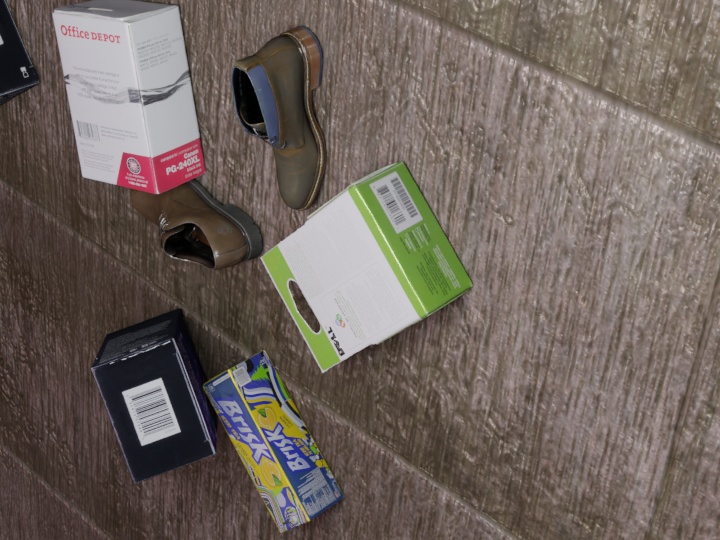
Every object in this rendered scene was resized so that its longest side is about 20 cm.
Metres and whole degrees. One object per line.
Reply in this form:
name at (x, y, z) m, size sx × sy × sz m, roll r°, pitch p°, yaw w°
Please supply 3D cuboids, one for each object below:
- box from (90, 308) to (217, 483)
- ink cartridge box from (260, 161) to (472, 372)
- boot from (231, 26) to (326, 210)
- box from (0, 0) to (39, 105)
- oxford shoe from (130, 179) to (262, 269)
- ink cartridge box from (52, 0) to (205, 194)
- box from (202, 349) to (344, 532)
box at (-0.241, 0.144, 1.749) m, size 0.200 × 0.103 × 0.150 m, roll -115°, pitch 6°, yaw -79°
ink cartridge box at (0.000, 0.000, 1.513) m, size 0.199 × 0.075 × 0.149 m, roll -32°, pitch 87°, yaw 51°
boot at (-0.092, -0.144, 1.514) m, size 0.074 × 0.096 × 0.203 m, roll 22°, pitch 125°, yaw 37°
box at (-0.540, -0.293, 1.894) m, size 0.199 × 0.117 × 0.199 m, roll -15°, pitch 99°, yaw 50°
oxford shoe at (-0.210, -0.058, 1.697) m, size 0.199 × 0.084 × 0.074 m, roll 25°, pitch 129°, yaw 38°
ink cartridge box at (-0.264, -0.203, 1.674) m, size 0.144 × 0.083 × 0.203 m, roll 15°, pitch 120°, yaw 41°
box at (-0.104, 0.202, 1.740) m, size 0.070 × 0.064 × 0.202 m, roll -31°, pitch 87°, yaw 49°
